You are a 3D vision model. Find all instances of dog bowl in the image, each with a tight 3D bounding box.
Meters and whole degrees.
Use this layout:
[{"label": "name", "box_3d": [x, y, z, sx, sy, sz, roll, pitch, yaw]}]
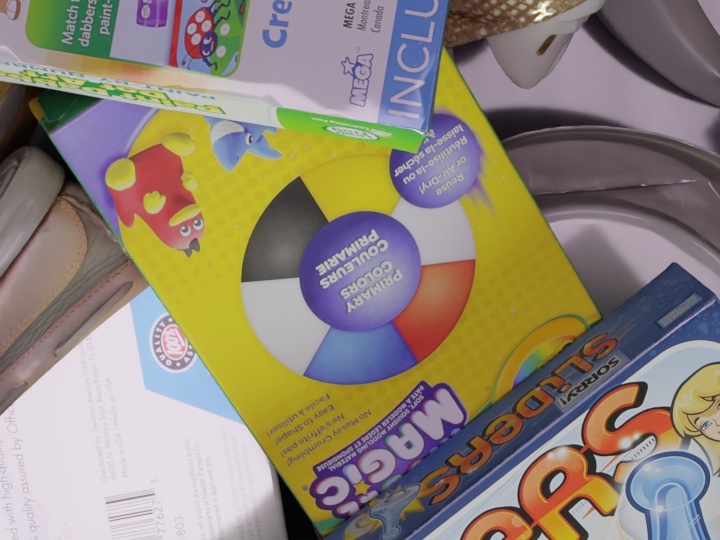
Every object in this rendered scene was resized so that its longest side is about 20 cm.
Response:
[{"label": "dog bowl", "box_3d": [0.074, 0.046, 0.811, 0.200, 0.059, 0.200, -1, 98, -6]}]

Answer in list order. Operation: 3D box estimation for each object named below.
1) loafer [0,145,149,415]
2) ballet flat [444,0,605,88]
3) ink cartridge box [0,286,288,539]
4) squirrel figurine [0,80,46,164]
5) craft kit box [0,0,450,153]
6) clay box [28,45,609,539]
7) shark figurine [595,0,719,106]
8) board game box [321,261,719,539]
[{"label": "loafer", "box_3d": [-0.136, 0.058, 0.718, 0.063, 0.072, 0.200, 35, 86, -18]}, {"label": "ballet flat", "box_3d": [0.028, -0.086, 0.757, 0.200, 0.071, 0.065, -16, 118, 34]}, {"label": "ink cartridge box", "box_3d": [-0.130, 0.066, 0.786, 0.200, 0.068, 0.115, -10, 96, -5]}, {"label": "squirrel figurine", "box_3d": [-0.211, -0.064, 0.717, 0.187, 0.142, 0.200, 33, 75, -1]}, {"label": "craft kit box", "box_3d": [-0.063, -0.147, 0.647, 0.197, 0.049, 0.200, 10, 85, -3]}, {"label": "clay box", "box_3d": [0.000, 0.000, 0.722, 0.115, 0.048, 0.200, -34, 113, -3]}, {"label": "shark figurine", "box_3d": [0.106, -0.106, 0.783, 0.128, 0.090, 0.215, -35, 98, 0]}, {"label": "board game box", "box_3d": [0.060, 0.110, 0.735, 0.200, 0.034, 0.135, -39, 115, -2]}]
